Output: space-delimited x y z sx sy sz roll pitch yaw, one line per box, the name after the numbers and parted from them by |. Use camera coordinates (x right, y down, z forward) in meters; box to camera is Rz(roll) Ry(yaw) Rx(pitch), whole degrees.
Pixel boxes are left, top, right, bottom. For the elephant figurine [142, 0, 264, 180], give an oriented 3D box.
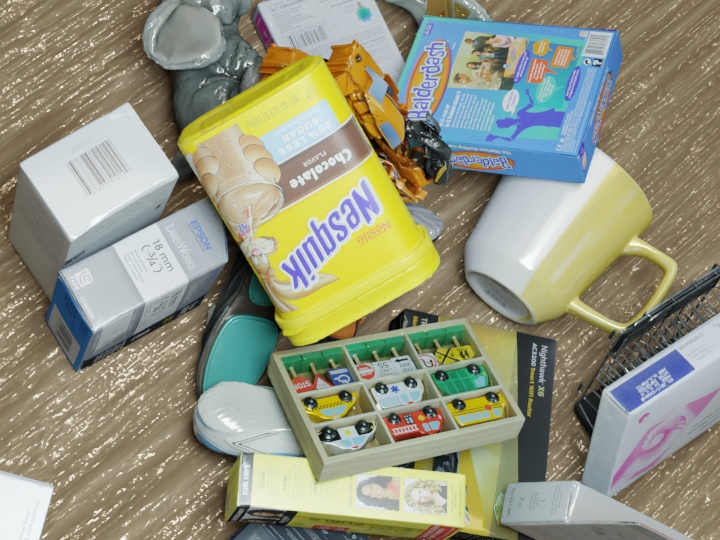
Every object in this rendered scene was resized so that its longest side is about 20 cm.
-0.144 -0.221 1.449 0.155 0.141 0.201 -33 91 -37 | elephant figurine

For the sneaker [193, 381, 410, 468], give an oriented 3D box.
-0.051 0.145 1.377 0.198 0.073 0.072 12 62 -4 | sneaker

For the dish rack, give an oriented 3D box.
0.281 0.076 1.445 0.153 0.200 0.055 -32 69 -23 | dish rack

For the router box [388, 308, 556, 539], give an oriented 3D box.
0.096 0.150 1.442 0.156 0.052 0.202 11 71 -13 | router box

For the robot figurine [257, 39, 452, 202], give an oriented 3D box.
-0.003 -0.126 1.385 0.200 0.144 0.058 51 53 -43 | robot figurine

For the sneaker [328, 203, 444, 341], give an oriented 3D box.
0.000 0.000 1.453 0.077 0.113 0.199 33 31 25 | sneaker

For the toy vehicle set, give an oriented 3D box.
0.031 0.110 1.351 0.199 0.027 0.125 -9 49 -26 | toy vehicle set

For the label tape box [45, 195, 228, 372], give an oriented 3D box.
-0.172 0.002 1.359 0.199 0.144 0.064 -30 83 -22 | label tape box

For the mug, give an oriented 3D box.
0.189 -0.027 1.468 0.153 0.186 0.150 -51 134 -15 | mug

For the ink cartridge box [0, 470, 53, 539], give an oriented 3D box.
-0.358 0.195 1.245 0.199 0.146 0.085 16 71 -10 | ink cartridge box

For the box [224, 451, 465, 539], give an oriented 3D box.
-0.013 0.196 1.330 0.198 0.075 0.051 7 69 -12 | box

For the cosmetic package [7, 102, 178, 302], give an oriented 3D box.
-0.235 -0.053 1.329 0.113 0.200 0.081 -33 83 -20 | cosmetic package

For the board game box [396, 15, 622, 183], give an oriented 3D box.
0.133 -0.165 1.459 0.199 0.045 0.153 9 61 23 | board game box

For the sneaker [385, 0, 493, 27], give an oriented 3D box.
0.084 -0.280 1.561 0.200 0.075 0.088 45 35 -15 | sneaker

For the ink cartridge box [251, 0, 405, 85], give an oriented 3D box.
-0.013 -0.189 1.523 0.119 0.042 0.201 -22 79 -21 | ink cartridge box

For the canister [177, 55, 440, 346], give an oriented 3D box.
-0.044 -0.059 1.285 0.148 0.087 0.201 -29 107 6 | canister

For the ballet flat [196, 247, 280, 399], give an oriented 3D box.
-0.100 0.029 1.404 0.068 0.068 0.201 18 103 -28 | ballet flat

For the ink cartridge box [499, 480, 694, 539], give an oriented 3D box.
0.252 0.238 1.362 0.199 0.173 0.044 29 66 -30 | ink cartridge box

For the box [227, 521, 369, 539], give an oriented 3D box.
-0.041 0.302 1.354 0.200 0.051 0.158 46 64 2 | box

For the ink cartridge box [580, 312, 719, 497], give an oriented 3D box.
0.294 0.130 1.427 0.196 0.201 0.043 -30 57 -22 | ink cartridge box
